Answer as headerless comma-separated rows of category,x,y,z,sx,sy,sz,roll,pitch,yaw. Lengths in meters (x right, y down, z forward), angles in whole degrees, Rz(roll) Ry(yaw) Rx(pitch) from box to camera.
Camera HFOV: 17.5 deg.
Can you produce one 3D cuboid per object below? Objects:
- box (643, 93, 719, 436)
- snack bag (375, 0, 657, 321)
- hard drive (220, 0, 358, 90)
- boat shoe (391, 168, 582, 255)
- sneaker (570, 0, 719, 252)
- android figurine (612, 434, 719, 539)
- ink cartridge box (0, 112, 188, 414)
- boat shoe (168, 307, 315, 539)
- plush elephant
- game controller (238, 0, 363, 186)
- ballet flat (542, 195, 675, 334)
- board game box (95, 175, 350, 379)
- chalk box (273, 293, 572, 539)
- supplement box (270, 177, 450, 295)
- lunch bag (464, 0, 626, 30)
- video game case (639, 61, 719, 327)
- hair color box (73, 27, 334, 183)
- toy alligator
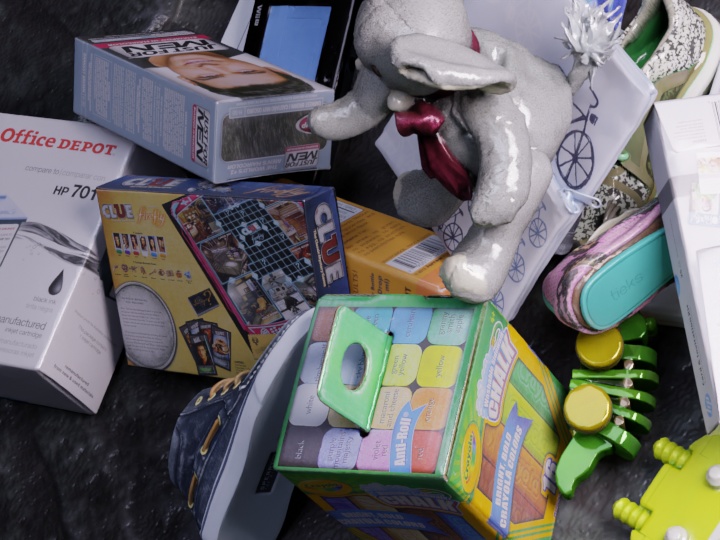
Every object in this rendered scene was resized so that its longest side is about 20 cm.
box,0.266,-0.012,1.401,0.155,0.041,0.201,-9,73,-6
snack bag,0.096,-0.098,1.489,0.200,0.021,0.189,-58,47,32
hard drive,-0.004,-0.194,1.749,0.199,0.027,0.132,11,69,33
boat shoe,0.081,-0.048,1.579,0.200,0.071,0.068,16,102,53
sneaker,0.172,-0.107,1.557,0.077,0.089,0.201,15,72,35
android figurine,0.241,0.167,1.389,0.200,0.041,0.182,31,81,37
ink cartridge box,-0.234,-0.007,1.733,0.146,0.086,0.201,7,68,33
boat shoe,-0.072,0.091,1.548,0.091,0.071,0.201,49,123,42
plush elephant,0.045,-0.106,1.397,0.200,0.154,0.165,-55,24,20
game controller,-0.050,-0.138,1.706,0.104,0.042,0.201,8,81,34
ballet flat,0.197,-0.029,1.463,0.199,0.069,0.071,-31,31,-13
board game box,-0.092,0.007,1.604,0.199,0.136,0.035,6,21,41
chalk box,0.035,0.092,1.445,0.123,0.200,0.125,1,64,30
supplement box,0.000,0.000,1.593,0.199,0.067,0.069,22,38,38
lunch bag,0.100,-0.227,1.621,0.169,0.128,0.200,-12,29,19
video game case,0.290,-0.047,1.497,0.181,0.024,0.201,7,67,33
hair color box,-0.115,-0.120,1.662,0.200,0.099,0.061,28,120,49
toy alligator,0.166,0.051,1.482,0.054,0.059,0.201,8,71,13
